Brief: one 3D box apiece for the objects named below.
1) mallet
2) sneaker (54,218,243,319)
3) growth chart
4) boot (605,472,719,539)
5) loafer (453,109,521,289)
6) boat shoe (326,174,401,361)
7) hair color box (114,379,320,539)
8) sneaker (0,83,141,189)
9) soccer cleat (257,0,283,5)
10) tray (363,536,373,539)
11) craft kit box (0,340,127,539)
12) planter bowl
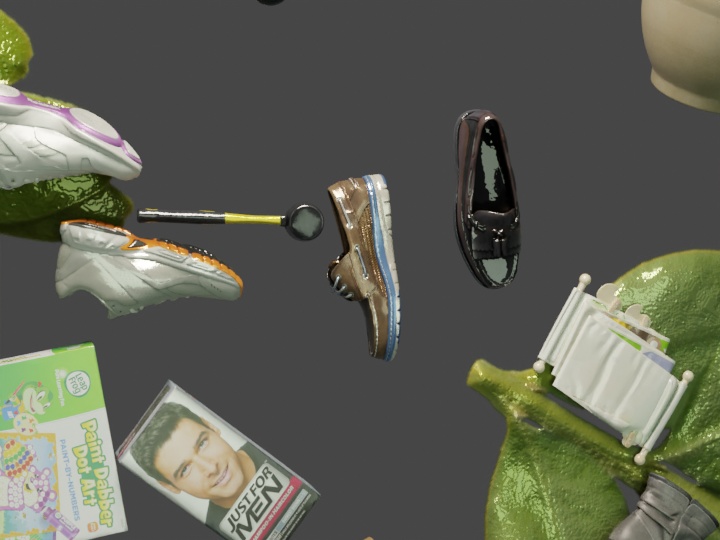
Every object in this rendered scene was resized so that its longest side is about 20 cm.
[{"bbox_3d":[-0.137,-0.055,1.514,0.197,0.066,0.042,2,92,0],"label":"mallet"},{"bbox_3d":[-0.223,0.012,1.479,0.198,0.076,0.093,15,97,-7],"label":"sneaker"},{"bbox_3d":[0.296,0.111,1.642,0.199,0.018,0.145,39,83,-13],"label":"growth chart"},{"bbox_3d":[0.379,0.341,1.654,0.132,0.070,0.200,-47,107,-13],"label":"boot"},{"bbox_3d":[0.141,-0.077,1.566,0.071,0.063,0.203,-9,96,-13],"label":"loafer"},{"bbox_3d":[0.000,0.000,1.536,0.071,0.072,0.203,-6,85,-9],"label":"boat shoe"},{"bbox_3d":[-0.152,0.217,1.509,0.199,0.061,0.099,38,84,-13],"label":"hair color box"},{"bbox_3d":[-0.323,-0.123,1.449,0.198,0.075,0.100,19,107,-15],"label":"sneaker"},{"bbox_3d":[-0.106,-0.378,1.474,0.067,0.081,0.203,-10,96,-14],"label":"soccer cleat"},{"bbox_3d":[-0.050,0.388,1.559,0.199,0.037,0.099,-29,100,-12],"label":"tray"},{"bbox_3d":[-0.354,0.191,1.465,0.195,0.048,0.203,-12,97,-16],"label":"craft kit box"},{"bbox_3d":[0.396,-0.257,1.571,0.198,0.201,0.136,6,119,-15],"label":"planter bowl"}]
